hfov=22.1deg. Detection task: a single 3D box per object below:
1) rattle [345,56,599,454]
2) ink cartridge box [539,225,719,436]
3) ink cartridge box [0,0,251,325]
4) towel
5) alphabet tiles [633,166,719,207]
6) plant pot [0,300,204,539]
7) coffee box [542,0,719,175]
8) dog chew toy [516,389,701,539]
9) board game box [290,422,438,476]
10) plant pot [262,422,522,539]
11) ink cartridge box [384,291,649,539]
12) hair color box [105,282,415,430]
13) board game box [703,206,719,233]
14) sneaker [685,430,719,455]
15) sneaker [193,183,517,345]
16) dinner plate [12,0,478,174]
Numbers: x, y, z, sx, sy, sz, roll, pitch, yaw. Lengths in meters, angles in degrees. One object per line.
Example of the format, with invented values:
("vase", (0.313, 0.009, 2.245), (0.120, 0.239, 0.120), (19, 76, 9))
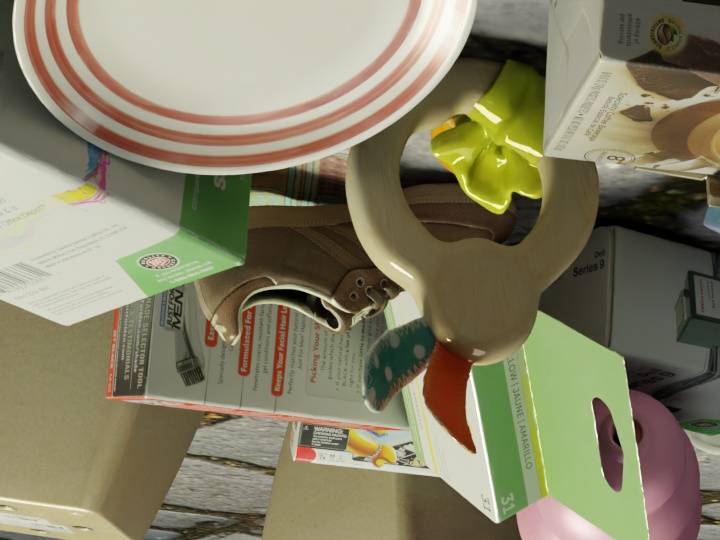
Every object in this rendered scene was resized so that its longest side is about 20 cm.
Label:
("rattle", (0.038, 0.003, 0.917), (0.129, 0.202, 0.143), (12, 162, -24))
("ink cartridge box", (0.198, 0.044, 1.208), (0.198, 0.085, 0.146), (13, 162, -27))
("ink cartridge box", (-0.170, -0.057, 0.882), (0.144, 0.088, 0.199), (-17, 150, 41))
("towel", (-0.094, -0.057, 1.067), (0.198, 0.022, 0.147), (5, 164, -1))
("alphabet tiles", (0.211, -0.042, 0.865), (0.165, 0.008, 0.200), (9, -167, 8))
("plant pot", (-0.211, 0.084, 1.256), (0.197, 0.179, 0.200), (6, 162, 8))
("coffee box", (0.186, -0.091, 0.780), (0.198, 0.081, 0.113), (6, 163, -5))
("dog chew toy", (0.162, 0.137, 1.180), (0.123, 0.126, 0.200), (3, 157, 5))
("board game box", (0.057, 0.083, 1.316), (0.198, 0.128, 0.035), (7, -161, -9))
("plant pot", (0.044, 0.177, 1.464), (0.198, 0.179, 0.199), (8, 162, -39))
("ink cartridge box", (0.088, 0.083, 1.092), (0.048, 0.147, 0.200), (-23, -151, -20))
("hair color box", (-0.056, 0.038, 1.174), (0.198, 0.112, 0.064), (10, 170, -32))
("board game box", (0.309, 0.001, 1.005), (0.150, 0.037, 0.199), (20, -179, -40))
("sneaker", (0.348, 0.114, 1.417), (0.099, 0.071, 0.199), (23, 151, -34))
("sneaker", (0.000, 0.000, 1.075), (0.198, 0.076, 0.071), (-7, 163, -13))
("dinner plate", (-0.048, -0.113, 0.784), (0.198, 0.024, 0.201), (-6, 144, -5))
